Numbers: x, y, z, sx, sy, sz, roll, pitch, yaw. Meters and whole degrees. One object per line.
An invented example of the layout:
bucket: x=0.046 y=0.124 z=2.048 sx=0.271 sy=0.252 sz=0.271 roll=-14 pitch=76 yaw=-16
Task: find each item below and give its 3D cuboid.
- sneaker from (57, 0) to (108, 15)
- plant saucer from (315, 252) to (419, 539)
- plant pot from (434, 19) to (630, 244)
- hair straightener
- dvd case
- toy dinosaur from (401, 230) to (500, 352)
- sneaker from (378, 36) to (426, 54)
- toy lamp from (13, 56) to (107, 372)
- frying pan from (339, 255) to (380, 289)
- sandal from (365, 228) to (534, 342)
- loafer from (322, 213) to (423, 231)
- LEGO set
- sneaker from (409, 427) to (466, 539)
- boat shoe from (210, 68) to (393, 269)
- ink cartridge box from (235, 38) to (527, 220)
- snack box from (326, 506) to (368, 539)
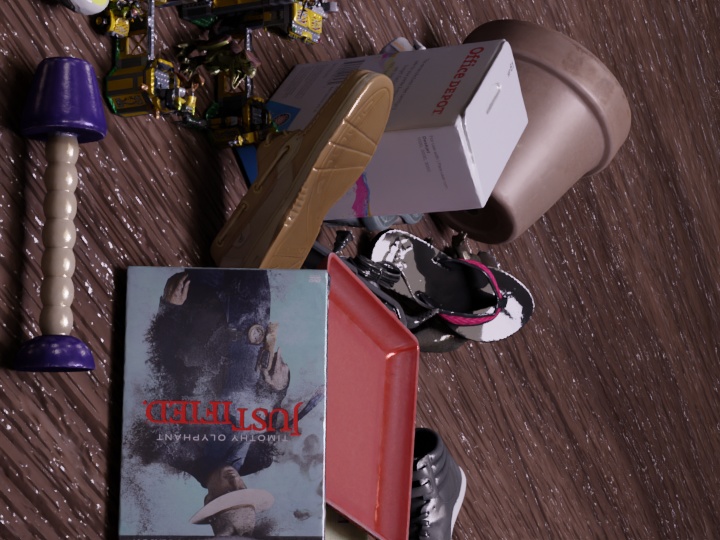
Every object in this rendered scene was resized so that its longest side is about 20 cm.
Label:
sneaker: x=-0.183 y=-0.271 z=1.014 sx=0.075 sy=0.076 sz=0.201 roll=-12 pitch=98 yaw=-65
plant saucer: x=-0.007 y=0.115 z=1.273 sx=0.200 sy=0.037 sz=0.200 roll=45 pitch=44 yaw=-55
plant pot: x=0.151 y=-0.125 z=1.563 sx=0.175 sy=0.200 sz=0.200 roll=-57 pitch=138 yaw=-26
hair straightener: x=0.000 y=0.000 z=1.333 sx=0.200 sy=0.041 sz=0.077 roll=21 pitch=63 yaw=-42
dvd case: x=-0.095 y=0.097 z=1.075 sx=0.022 sy=0.146 sz=0.201 roll=115 pitch=-24 yaw=-81
toy dinosaur: x=0.094 y=0.028 z=1.525 sx=0.102 sy=0.077 sz=0.200 roll=50 pitch=38 yaw=-30
sneaker: x=0.056 y=-0.167 z=1.395 sx=0.076 sy=0.200 sz=0.092 roll=-30 pitch=107 yaw=-21
toy lamp: x=-0.191 y=-0.036 z=0.985 sx=0.058 sy=0.058 sz=0.201 roll=12 pitch=76 yaw=-63
frying pan: x=-0.020 y=0.051 z=1.351 sx=0.190 sy=0.031 sz=0.115 roll=-29 pitch=109 yaw=-64
sandal: x=0.092 y=0.019 z=1.459 sx=0.200 sy=0.045 sz=0.075 roll=24 pitch=83 yaw=-33
loafer: x=0.010 y=-0.071 z=1.392 sx=0.200 sy=0.063 sz=0.072 roll=-24 pitch=105 yaw=-73
LEGO set: x=-0.092 y=-0.168 z=1.133 sx=0.200 sy=0.116 sz=0.154 roll=27 pitch=62 yaw=-59
sneaker: x=0.047 y=0.232 z=1.414 sx=0.200 sy=0.071 sz=0.099 roll=-76 pitch=147 yaw=-43
boat shoe: x=-0.051 y=-0.074 z=1.165 sx=0.200 sy=0.069 sz=0.074 roll=-57 pitch=154 yaw=8
ink cartridge box: x=0.022 y=-0.113 z=1.261 sx=0.145 sy=0.200 sz=0.085 roll=-59 pitch=137 yaw=-49
snack box: x=-0.033 y=0.262 z=1.279 sx=0.116 sy=0.037 sz=0.201 roll=20 pitch=69 yaw=-63
